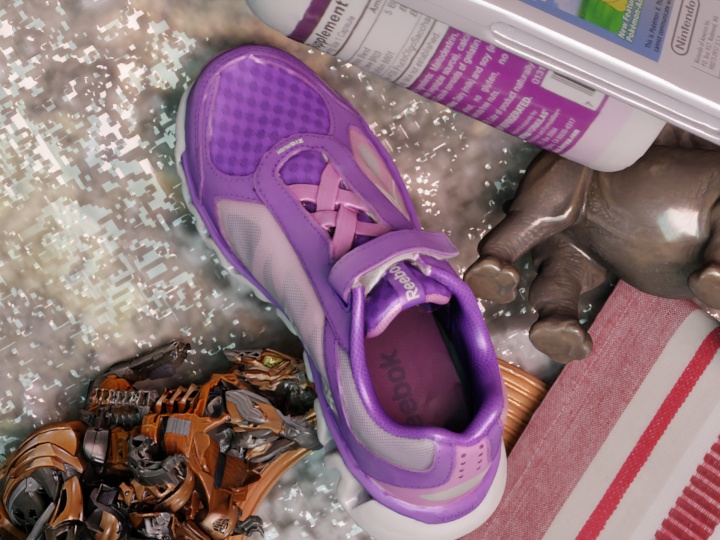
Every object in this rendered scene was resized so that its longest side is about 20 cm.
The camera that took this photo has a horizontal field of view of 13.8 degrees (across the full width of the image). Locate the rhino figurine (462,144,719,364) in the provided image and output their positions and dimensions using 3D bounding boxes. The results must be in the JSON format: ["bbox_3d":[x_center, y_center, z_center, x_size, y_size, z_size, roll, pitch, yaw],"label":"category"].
[{"bbox_3d":[0.144,-0.011,1.099,0.199,0.088,0.060,4,136,18],"label":"rhino figurine"}]

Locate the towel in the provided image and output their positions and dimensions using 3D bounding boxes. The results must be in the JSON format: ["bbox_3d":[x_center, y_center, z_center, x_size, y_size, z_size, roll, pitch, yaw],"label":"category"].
[{"bbox_3d":[0.131,0.106,1.100,0.023,0.200,0.145,21,105,-49],"label":"towel"}]

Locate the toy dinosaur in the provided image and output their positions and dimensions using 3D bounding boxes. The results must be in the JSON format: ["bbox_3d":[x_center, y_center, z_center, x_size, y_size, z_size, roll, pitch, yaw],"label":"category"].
[{"bbox_3d":[-0.098,0.103,1.154,0.102,0.136,0.200,19,136,-39],"label":"toy dinosaur"}]

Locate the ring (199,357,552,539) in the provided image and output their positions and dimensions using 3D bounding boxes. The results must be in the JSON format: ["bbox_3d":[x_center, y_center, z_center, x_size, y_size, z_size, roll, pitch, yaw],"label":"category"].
[{"bbox_3d":[0.017,0.121,1.201,0.199,0.019,0.202,0,110,1],"label":"ring"}]

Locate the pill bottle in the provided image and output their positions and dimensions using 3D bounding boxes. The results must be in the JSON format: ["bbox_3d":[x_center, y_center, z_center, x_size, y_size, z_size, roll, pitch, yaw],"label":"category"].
[{"bbox_3d":[0.026,-0.122,1.065,0.199,0.112,0.113,24,108,-7],"label":"pill bottle"}]

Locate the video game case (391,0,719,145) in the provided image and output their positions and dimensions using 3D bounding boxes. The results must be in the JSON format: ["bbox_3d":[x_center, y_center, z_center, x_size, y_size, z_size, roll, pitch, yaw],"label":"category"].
[{"bbox_3d":[0.106,-0.138,1.026,0.181,0.201,0.022,23,144,-7],"label":"video game case"}]

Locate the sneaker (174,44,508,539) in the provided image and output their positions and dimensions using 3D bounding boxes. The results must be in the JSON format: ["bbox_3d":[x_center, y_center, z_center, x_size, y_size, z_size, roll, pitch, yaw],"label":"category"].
[{"bbox_3d":[0.000,0.000,1.089,0.080,0.089,0.201,-25,79,-15],"label":"sneaker"}]
